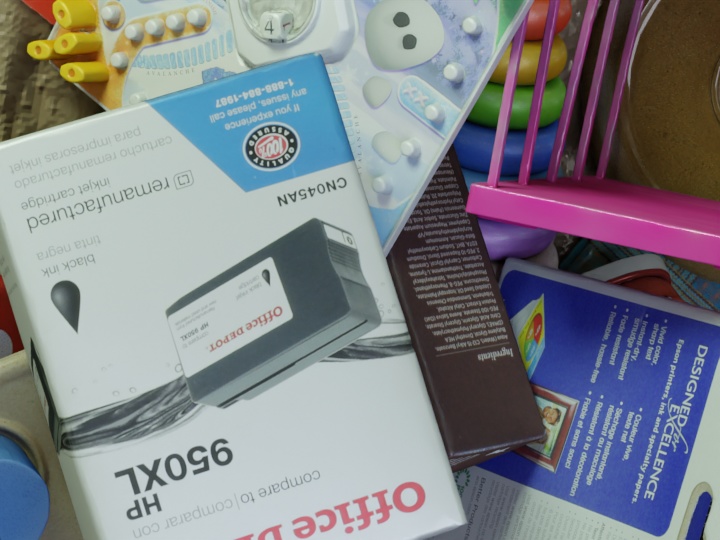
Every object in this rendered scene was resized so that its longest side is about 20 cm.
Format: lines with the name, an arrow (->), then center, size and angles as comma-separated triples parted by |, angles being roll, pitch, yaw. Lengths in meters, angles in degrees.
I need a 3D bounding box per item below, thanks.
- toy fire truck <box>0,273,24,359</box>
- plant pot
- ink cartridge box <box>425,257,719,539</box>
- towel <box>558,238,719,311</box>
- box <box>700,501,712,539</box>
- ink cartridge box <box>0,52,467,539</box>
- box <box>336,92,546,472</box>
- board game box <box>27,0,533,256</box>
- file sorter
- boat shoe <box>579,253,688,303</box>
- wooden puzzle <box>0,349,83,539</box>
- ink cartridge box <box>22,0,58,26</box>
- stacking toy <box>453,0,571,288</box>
toy fire truck -> -0.159, 0.049, 1.104 | 0.168, 0.112, 0.200 | -14, 114, -41
plant pot -> 0.205, -0.088, 1.158 | 0.200, 0.027, 0.201 | 1, 92, 14
ink cartridge box -> 0.109, 0.108, 1.047 | 0.047, 0.200, 0.198 | 17, 90, -37
towel -> 0.157, 0.037, 1.195 | 0.200, 0.147, 0.022 | -48, 158, 1
box -> 0.213, 0.159, 1.130 | 0.200, 0.115, 0.132 | -21, 112, -13
ink cartridge box -> -0.058, 0.031, 0.951 | 0.144, 0.084, 0.200 | -18, 88, -11
box -> 0.000, 0.000, 1.081 | 0.075, 0.100, 0.200 | -9, 77, -48
board game box -> -0.036, -0.119, 1.020 | 0.026, 0.200, 0.200 | -14, 139, -57
file sorter -> 0.152, -0.075, 1.050 | 0.139, 0.200, 0.126 | 13, 97, 19
boat shoe -> 0.072, 0.060, 1.171 | 0.200, 0.063, 0.071 | -24, 155, 5
wooden puzzle -> -0.119, 0.118, 1.025 | 0.200, 0.046, 0.186 | -20, 120, -13
ink cartridge box -> -0.126, -0.229, 1.047 | 0.162, 0.057, 0.200 | 38, 87, -26
stacking toy -> 0.067, -0.089, 1.124 | 0.085, 0.085, 0.200 | -1, 116, -19
